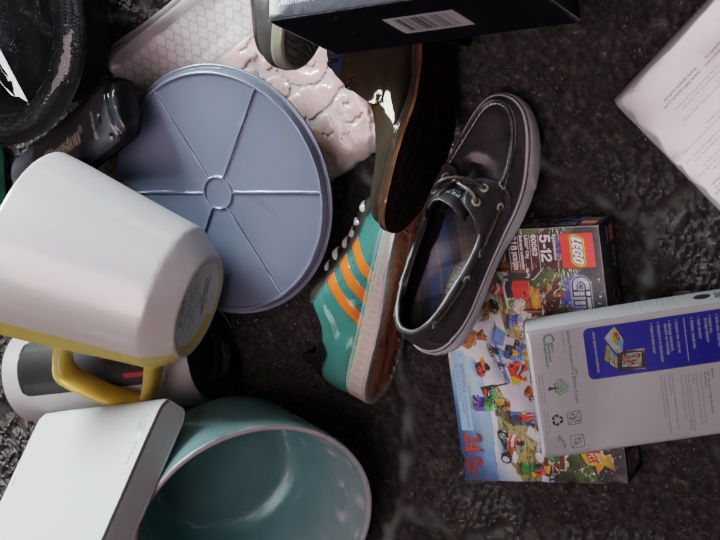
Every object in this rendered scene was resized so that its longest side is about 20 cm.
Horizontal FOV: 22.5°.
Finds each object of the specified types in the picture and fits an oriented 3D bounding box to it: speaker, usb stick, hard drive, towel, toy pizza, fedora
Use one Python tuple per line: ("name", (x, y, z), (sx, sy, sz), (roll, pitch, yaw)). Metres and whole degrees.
("speaker", (-0.203, 0.081, 1.527), (0.198, 0.081, 0.082), (-7, 103, 29))
("usb stick", (-0.234, -0.100, 1.473), (0.199, 0.032, 0.056), (-27, 67, 52))
("hard drive", (-0.224, 0.170, 1.435), (0.026, 0.133, 0.199), (35, 153, -28))
("towel", (-0.092, -0.138, 1.430), (0.199, 0.032, 0.192), (-31, 90, 32))
("toy pizza", (-0.105, -0.065, 1.423), (0.198, 0.032, 0.203), (10, 111, 26))
("fedora", (-0.265, -0.201, 1.455), (0.199, 0.091, 0.203), (1, 92, 35))

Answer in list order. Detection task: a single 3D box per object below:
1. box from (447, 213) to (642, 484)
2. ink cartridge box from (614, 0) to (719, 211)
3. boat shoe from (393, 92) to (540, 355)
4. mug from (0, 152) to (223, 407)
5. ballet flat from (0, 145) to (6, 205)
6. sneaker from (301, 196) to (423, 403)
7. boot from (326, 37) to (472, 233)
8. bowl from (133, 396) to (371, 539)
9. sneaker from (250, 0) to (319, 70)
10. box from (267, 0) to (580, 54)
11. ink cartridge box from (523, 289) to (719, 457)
("box", (0.134, 0.061, 1.372), (0.135, 0.038, 0.202), (-2, 105, 28))
("ink cartridge box", (0.307, -0.116, 1.227), (0.200, 0.043, 0.197), (45, 120, 4))
("boat shoe", (0.072, -0.038, 1.317), (0.069, 0.066, 0.202), (23, 90, 29))
("mug", (-0.189, 0.011, 1.412), (0.152, 0.187, 0.151), (19, 70, 16))
("ballet flat", (-0.334, -0.033, 1.564), (0.067, 0.070, 0.202), (-2, 105, 27))
("sneaker", (0.000, 0.000, 1.403), (0.079, 0.071, 0.202), (22, 110, 24))
("boot", (0.019, -0.133, 1.341), (0.096, 0.074, 0.202), (14, 89, 32))
("bowl", (-0.100, 0.183, 1.463), (0.105, 0.199, 0.203), (-125, 45, -55))
("sneaker", (-0.080, -0.241, 1.340), (0.105, 0.075, 0.202), (-4, 75, 25))
("box", (0.043, -0.260, 1.247), (0.198, 0.104, 0.184), (-5, 80, 28))
("ink cartridge box", (0.221, 0.071, 1.307), (0.198, 0.039, 0.101), (-7, 103, 6))
